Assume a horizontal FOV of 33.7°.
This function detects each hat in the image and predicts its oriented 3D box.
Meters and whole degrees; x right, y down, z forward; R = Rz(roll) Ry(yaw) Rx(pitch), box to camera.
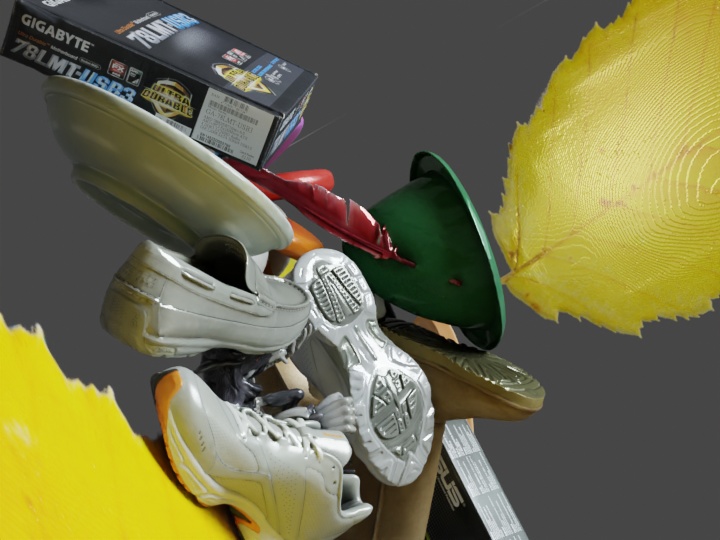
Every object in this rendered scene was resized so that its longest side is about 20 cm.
[{"bbox_3d":[0.000,0.000,0.981,0.166,0.174,0.202,112,-44,-69],"label":"hat"}]

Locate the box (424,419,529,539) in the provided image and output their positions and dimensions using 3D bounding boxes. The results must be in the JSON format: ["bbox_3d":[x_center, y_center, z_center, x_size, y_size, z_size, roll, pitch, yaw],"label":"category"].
[{"bbox_3d":[0.076,0.263,1.078,0.194,0.047,0.202,-53,-124,46],"label":"box"}]

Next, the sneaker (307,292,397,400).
[{"bbox_3d":[-0.006,0.069,1.098,0.201,0.079,0.074,87,19,-57],"label":"sneaker"}]

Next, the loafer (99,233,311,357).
[{"bbox_3d":[-0.087,0.013,0.770,0.069,0.071,0.199,27,11,22],"label":"loafer"}]

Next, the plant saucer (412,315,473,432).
[{"bbox_3d":[0.069,0.144,1.178,0.200,0.032,0.203,176,-90,-78],"label":"plant saucer"}]

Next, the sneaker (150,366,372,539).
[{"bbox_3d":[-0.059,0.113,0.753,0.201,0.091,0.076,58,5,-46],"label":"sneaker"}]

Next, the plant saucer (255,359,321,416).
[{"bbox_3d":[-0.076,0.103,1.133,0.202,0.035,0.200,61,3,-6],"label":"plant saucer"}]

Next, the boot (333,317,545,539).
[{"bbox_3d":[0.060,0.160,1.003,0.174,0.203,0.066,24,17,39],"label":"boot"}]

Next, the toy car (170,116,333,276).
[{"bbox_3d":[-0.103,-0.077,1.022,0.201,0.149,0.175,58,9,-1],"label":"toy car"}]

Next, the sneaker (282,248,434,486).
[{"bbox_3d":[-0.009,0.082,0.972,0.099,0.077,0.202,-25,-91,61],"label":"sneaker"}]

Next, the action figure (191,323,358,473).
[{"bbox_3d":[-0.061,0.090,0.871,0.201,0.101,0.120,64,1,-56],"label":"action figure"}]

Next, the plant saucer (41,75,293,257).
[{"bbox_3d":[-0.141,-0.056,0.816,0.199,0.051,0.200,30,-10,6],"label":"plant saucer"}]

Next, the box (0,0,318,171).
[{"bbox_3d":[-0.139,-0.154,0.889,0.197,0.050,0.200,26,18,-2],"label":"box"}]
